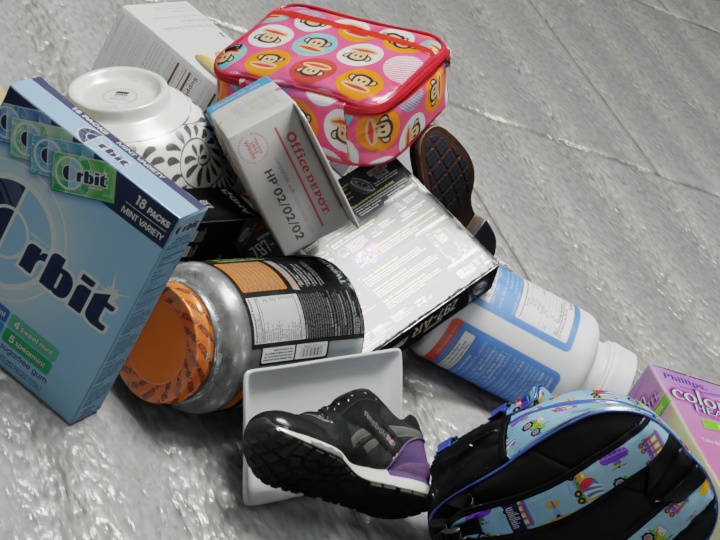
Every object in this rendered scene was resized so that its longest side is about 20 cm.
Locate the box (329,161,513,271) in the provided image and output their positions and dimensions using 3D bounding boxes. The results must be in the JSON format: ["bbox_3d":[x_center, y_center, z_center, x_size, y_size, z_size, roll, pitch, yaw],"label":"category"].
[{"bbox_3d":[0.063,-0.056,2.034,0.200,0.035,0.110,41,8,20],"label":"box"}]

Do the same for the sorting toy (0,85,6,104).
[{"bbox_3d":[-0.373,-0.106,1.634,0.198,0.070,0.200,5,35,-43],"label":"sorting toy"}]

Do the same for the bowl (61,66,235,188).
[{"bbox_3d":[-0.212,-0.119,1.717,0.199,0.095,0.201,0,31,0],"label":"bowl"}]

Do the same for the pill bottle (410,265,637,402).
[{"bbox_3d":[0.157,0.072,1.856,0.199,0.113,0.112,28,25,-8],"label":"pill bottle"}]

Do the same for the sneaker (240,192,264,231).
[{"bbox_3d":[-0.052,-0.003,1.829,0.200,0.079,0.115,35,36,24],"label":"sneaker"}]

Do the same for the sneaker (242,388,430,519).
[{"bbox_3d":[-0.022,0.131,1.543,0.200,0.075,0.088,28,50,-45],"label":"sneaker"}]

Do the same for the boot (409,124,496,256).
[{"bbox_3d":[0.060,-0.074,1.882,0.097,0.201,0.075,25,62,36],"label":"boot"}]

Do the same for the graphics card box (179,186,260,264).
[{"bbox_3d":[-0.182,-0.004,1.597,0.051,0.126,0.199,43,28,28],"label":"graphics card box"}]

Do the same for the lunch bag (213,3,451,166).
[{"bbox_3d":[-0.019,-0.180,1.815,0.199,0.082,0.176,17,39,26],"label":"lunch bag"}]

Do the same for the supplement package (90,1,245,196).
[{"bbox_3d":[-0.157,-0.164,1.933,0.200,0.110,0.114,40,27,18],"label":"supplement package"}]

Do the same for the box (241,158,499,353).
[{"bbox_3d":[0.000,0.000,1.758,0.200,0.044,0.160,-34,68,-27],"label":"box"}]

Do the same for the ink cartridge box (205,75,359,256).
[{"bbox_3d":[-0.069,-0.088,1.660,0.116,0.068,0.200,63,-4,-17],"label":"ink cartridge box"}]

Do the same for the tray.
[{"bbox_3d":[-0.034,0.124,1.585,0.022,0.108,0.199,5,6,38],"label":"tray"}]

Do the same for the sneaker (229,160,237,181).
[{"bbox_3d":[-0.173,-0.065,1.776,0.095,0.080,0.200,28,25,-3],"label":"sneaker"}]

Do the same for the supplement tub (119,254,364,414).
[{"bbox_3d":[-0.099,0.051,1.592,0.199,0.123,0.123,-4,42,-51],"label":"supplement tub"}]

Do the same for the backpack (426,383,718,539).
[{"bbox_3d":[0.172,0.174,1.540,0.183,0.200,0.135,47,19,-19],"label":"backpack"}]

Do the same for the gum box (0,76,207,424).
[{"bbox_3d":[-0.230,-0.014,1.473,0.170,0.201,0.045,38,26,13],"label":"gum box"}]

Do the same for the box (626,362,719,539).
[{"bbox_3d":[0.268,0.215,1.642,0.096,0.176,0.200,17,28,-27],"label":"box"}]
